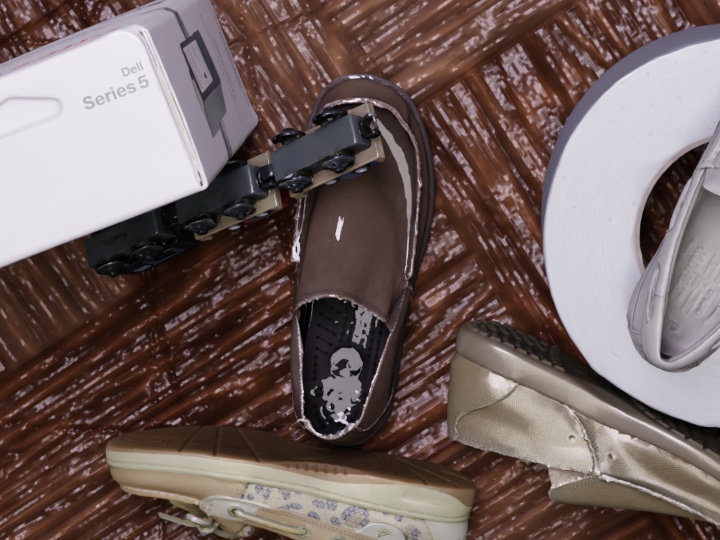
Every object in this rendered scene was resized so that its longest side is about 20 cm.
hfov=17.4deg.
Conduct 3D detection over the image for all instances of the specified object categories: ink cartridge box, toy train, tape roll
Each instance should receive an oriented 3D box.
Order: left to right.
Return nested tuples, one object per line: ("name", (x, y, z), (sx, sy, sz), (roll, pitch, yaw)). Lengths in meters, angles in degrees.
("ink cartridge box", (-0.140, -0.069, 1.148), (0.144, 0.200, 0.085), (-21, 100, 9))
("toy train", (-0.061, -0.038, 1.197), (0.199, 0.046, 0.034), (-23, 71, 36))
("tape roll", (0.191, -0.023, 1.202), (0.198, 0.066, 0.202), (1, 101, 5))

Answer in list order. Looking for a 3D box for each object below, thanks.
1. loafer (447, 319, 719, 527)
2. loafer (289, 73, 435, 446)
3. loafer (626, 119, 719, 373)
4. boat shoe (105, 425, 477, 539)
("loafer", (0.132, 0.095, 1.230), (0.199, 0.076, 0.068), (28, 105, 7))
("loafer", (0.000, 0.000, 1.218), (0.072, 0.071, 0.202), (2, 102, 4))
("loafer", (0.193, -0.038, 1.129), (0.070, 0.070, 0.201), (26, 102, -1))
("boat shoe", (-0.040, 0.125, 1.246), (0.198, 0.073, 0.063), (9, 100, 2))
